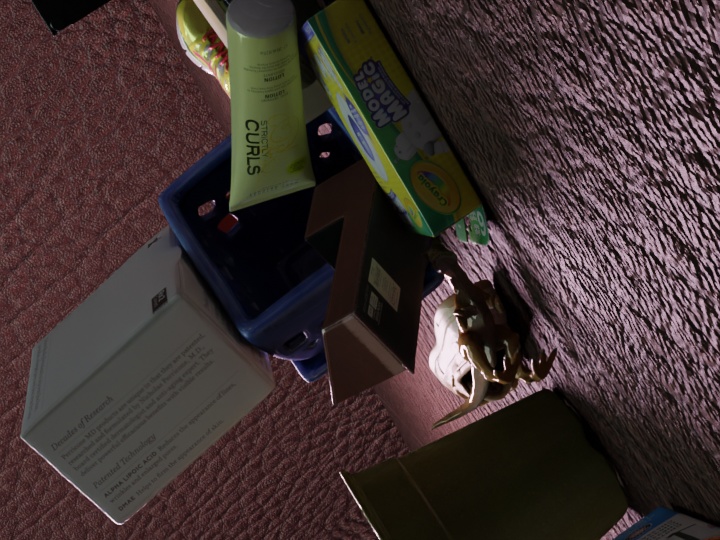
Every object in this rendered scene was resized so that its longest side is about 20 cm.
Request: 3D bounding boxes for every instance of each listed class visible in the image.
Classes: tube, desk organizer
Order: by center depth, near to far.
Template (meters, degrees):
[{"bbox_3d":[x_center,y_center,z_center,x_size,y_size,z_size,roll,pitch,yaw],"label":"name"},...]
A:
[{"bbox_3d":[-0.070,-0.121,0.979,0.057,0.052,0.201,16,144,11],"label":"tube"},{"bbox_3d":[0.000,0.000,0.994,0.072,0.076,0.201,45,-147,-28],"label":"desk organizer"}]

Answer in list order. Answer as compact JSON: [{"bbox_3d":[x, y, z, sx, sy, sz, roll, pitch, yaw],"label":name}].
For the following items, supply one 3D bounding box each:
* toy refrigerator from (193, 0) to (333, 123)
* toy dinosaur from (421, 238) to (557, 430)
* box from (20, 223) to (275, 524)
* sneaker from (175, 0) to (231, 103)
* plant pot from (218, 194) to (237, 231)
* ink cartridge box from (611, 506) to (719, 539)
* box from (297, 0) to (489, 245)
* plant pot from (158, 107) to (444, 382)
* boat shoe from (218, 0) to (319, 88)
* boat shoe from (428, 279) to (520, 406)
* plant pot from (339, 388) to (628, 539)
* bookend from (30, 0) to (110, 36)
[{"bbox_3d":[-0.086,-0.220,1.095,0.201,0.075,0.070,56,175,30],"label":"toy refrigerator"},{"bbox_3d":[0.094,0.060,0.983,0.106,0.060,0.202,34,145,45],"label":"toy dinosaur"},{"bbox_3d":[-0.200,0.090,1.203,0.131,0.199,0.199,47,-174,-22],"label":"box"},{"bbox_3d":[-0.152,-0.260,1.569,0.201,0.078,0.090,52,167,-3],"label":"sneaker"},{"bbox_3d":[-0.137,-0.044,2.080,0.201,0.198,0.177,62,-176,-39],"label":"plant pot"},{"bbox_3d":[0.200,0.257,0.803,0.146,0.146,0.200,57,175,2],"label":"ink cartridge box"},{"bbox_3d":[0.024,-0.100,0.936,0.201,0.048,0.117,57,175,-7],"label":"box"},{"bbox_3d":[-0.043,-0.026,1.221,0.201,0.199,0.180,54,-179,33],"label":"plant pot"},{"bbox_3d":[-0.090,-0.233,0.996,0.075,0.062,0.202,-39,-75,-52],"label":"boat shoe"},{"bbox_3d":[0.103,0.081,1.098,0.070,0.073,0.200,61,176,25],"label":"boat shoe"},{"bbox_3d":[0.113,0.201,1.059,0.201,0.189,0.200,57,175,7],"label":"plant pot"},{"bbox_3d":[-0.219,-0.315,1.113,0.093,0.199,0.199,60,173,-29],"label":"bookend"}]
